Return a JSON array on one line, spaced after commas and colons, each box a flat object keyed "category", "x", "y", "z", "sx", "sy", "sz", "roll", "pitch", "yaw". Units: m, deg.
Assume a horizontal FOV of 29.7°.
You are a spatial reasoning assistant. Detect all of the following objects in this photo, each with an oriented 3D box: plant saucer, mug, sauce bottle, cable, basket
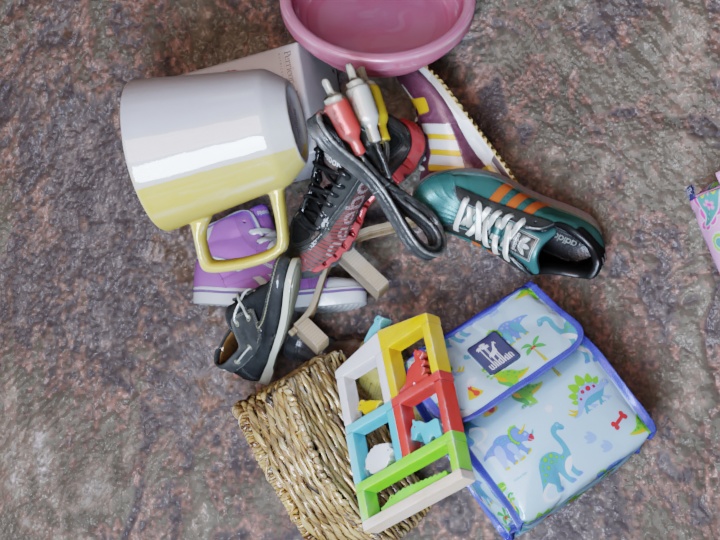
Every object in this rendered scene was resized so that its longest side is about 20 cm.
[{"category": "plant saucer", "x": 0.017, "y": -0.267, "z": 1.392, "sx": 0.200, "sy": 0.051, "sz": 0.201, "roll": 1, "pitch": 50, "yaw": -1}, {"category": "mug", "x": -0.129, "y": -0.113, "z": 1.321, "sx": 0.153, "sy": 0.187, "sz": 0.150, "roll": -12, "pitch": 40, "yaw": 9}, {"category": "sauce bottle", "x": 0.015, "y": 0.110, "z": 1.404, "sx": 0.200, "sy": 0.065, "sz": 0.065, "roll": 23, "pitch": 94, "yaw": 17}, {"category": "cable", "x": 0.019, "y": -0.097, "z": 1.269, "sx": 0.050, "sy": 0.097, "sz": 0.200, "roll": -32, "pitch": 88, "yaw": 39}, {"category": "basket", "x": -0.054, "y": 0.207, "z": 1.352, "sx": 0.149, "sy": 0.143, "sz": 0.200, "roll": -31, "pitch": 90, "yaw": 31}]

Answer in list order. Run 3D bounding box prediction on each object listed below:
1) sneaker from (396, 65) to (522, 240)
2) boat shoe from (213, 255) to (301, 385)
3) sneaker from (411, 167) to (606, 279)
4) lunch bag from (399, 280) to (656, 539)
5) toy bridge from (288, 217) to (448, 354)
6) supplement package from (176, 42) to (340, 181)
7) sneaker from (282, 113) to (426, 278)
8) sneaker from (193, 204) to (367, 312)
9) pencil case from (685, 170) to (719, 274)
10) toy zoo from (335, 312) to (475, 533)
[{"category": "sneaker", "x": 0.081, "y": -0.126, "z": 1.392, "sx": 0.090, "sy": 0.075, "sz": 0.200, "roll": -38, "pitch": 75, "yaw": 7}, {"category": "boat shoe", "x": -0.103, "y": 0.050, "z": 1.366, "sx": 0.068, "sy": 0.200, "sz": 0.072, "roll": 19, "pitch": 54, "yaw": -5}, {"category": "sneaker", "x": 0.148, "y": -0.043, "z": 1.319, "sx": 0.200, "sy": 0.080, "sz": 0.071, "roll": 15, "pitch": 115, "yaw": -7}, {"category": "lunch bag", "x": 0.155, "y": 0.129, "z": 1.305, "sx": 0.170, "sy": 0.127, "sz": 0.200, "roll": -32, "pitch": 72, "yaw": -11}, {"category": "toy bridge", "x": 0.000, "y": 0.000, "z": 1.388, "sx": 0.200, "sy": 0.027, "sz": 0.067, "roll": -42, "pitch": 75, "yaw": -17}, {"category": "supplement package", "x": -0.126, "y": -0.151, "z": 1.439, "sx": 0.200, "sy": 0.120, "sz": 0.121, "roll": -13, "pitch": 83, "yaw": 17}, {"category": "sneaker", "x": -0.024, "y": -0.081, "z": 1.348, "sx": 0.200, "sy": 0.098, "sz": 0.071, "roll": -50, "pitch": 54, "yaw": 5}, {"category": "sneaker", "x": -0.086, "y": -0.014, "z": 1.444, "sx": 0.200, "sy": 0.073, "sz": 0.114, "roll": 4, "pitch": 85, "yaw": 19}, {"category": "pencil case", "x": 0.382, "y": -0.001, "z": 1.278, "sx": 0.087, "sy": 0.087, "sz": 0.200, "roll": -23, "pitch": 81, "yaw": 16}, {"category": "toy zoo", "x": 0.036, "y": 0.130, "z": 1.276, "sx": 0.131, "sy": 0.020, "sz": 0.200, "roll": -34, "pitch": 52, "yaw": 35}]
